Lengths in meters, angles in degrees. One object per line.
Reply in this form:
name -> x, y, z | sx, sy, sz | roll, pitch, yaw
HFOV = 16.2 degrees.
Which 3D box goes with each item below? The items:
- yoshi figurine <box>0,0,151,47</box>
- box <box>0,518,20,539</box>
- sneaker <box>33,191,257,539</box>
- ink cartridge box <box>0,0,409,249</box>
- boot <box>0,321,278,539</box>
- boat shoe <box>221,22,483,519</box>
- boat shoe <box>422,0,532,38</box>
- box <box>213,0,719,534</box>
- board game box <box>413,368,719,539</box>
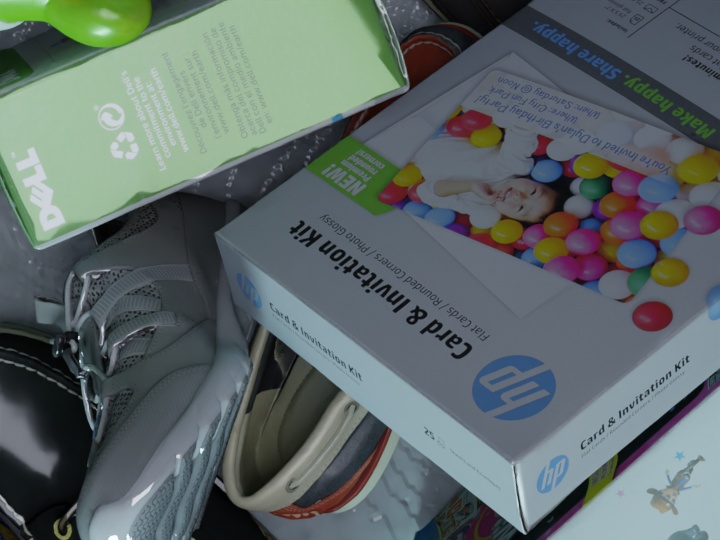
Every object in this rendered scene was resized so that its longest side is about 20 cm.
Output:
yoshi figurine -> -0.148, -0.132, 0.882 | 0.199, 0.113, 0.112 | 26, 56, 15
box -> -0.167, 0.113, 0.954 | 0.064, 0.070, 0.200 | -39, 108, -2
sneaker -> -0.083, 0.036, 0.905 | 0.081, 0.200, 0.075 | 17, 119, -4
ink cartridge box -> -0.091, -0.060, 0.917 | 0.199, 0.104, 0.060 | -24, 105, -7
boot -> -0.075, 0.108, 0.930 | 0.074, 0.154, 0.204 | -46, 109, 2
boat shoe -> 0.000, 0.000, 0.959 | 0.062, 0.071, 0.201 | 10, 102, -58
boat shoe -> 0.037, -0.149, 0.944 | 0.074, 0.073, 0.200 | -40, 107, -2
box -> 0.074, -0.020, 0.869 | 0.200, 0.156, 0.041 | -37, 140, -20
board game box -> 0.100, 0.085, 0.938 | 0.064, 0.148, 0.200 | 42, 109, -7
